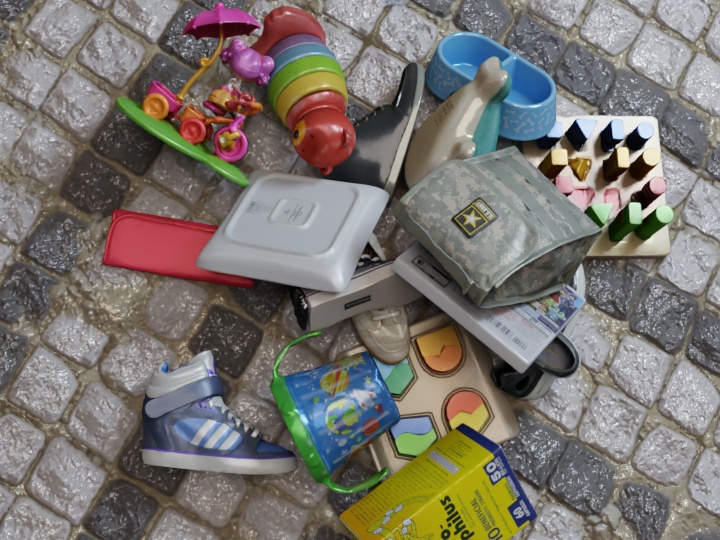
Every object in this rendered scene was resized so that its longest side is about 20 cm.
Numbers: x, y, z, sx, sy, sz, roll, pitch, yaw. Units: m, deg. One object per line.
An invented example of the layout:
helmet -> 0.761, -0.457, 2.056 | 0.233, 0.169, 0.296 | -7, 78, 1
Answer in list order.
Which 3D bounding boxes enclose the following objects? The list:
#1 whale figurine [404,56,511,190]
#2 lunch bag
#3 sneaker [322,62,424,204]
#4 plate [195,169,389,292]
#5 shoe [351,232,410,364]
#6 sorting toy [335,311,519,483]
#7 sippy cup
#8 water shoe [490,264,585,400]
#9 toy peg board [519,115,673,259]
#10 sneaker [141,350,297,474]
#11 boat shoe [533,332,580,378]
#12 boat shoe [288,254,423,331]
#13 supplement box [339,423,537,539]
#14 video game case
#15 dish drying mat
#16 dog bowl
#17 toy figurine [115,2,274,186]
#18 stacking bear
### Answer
whale figurine -> 0.141, -0.170, 1.434 | 0.103, 0.160, 0.201 | 27, 111, -19
lunch bag -> 0.156, -0.048, 1.322 | 0.198, 0.118, 0.164 | -17, 55, -41
sneaker -> 0.019, -0.198, 1.498 | 0.105, 0.075, 0.203 | 16, 75, 0
plate -> -0.083, -0.062, 1.400 | 0.197, 0.033, 0.201 | 9, 44, 16
shoe -> 0.013, 0.025, 1.441 | 0.069, 0.053, 0.202 | -19, 71, -4
sorting toy -> 0.088, 0.159, 1.441 | 0.198, 0.037, 0.187 | -20, 80, -11
sippy cup -> -0.026, 0.169, 1.367 | 0.129, 0.140, 0.179 | -27, 125, -4
water shoe -> 0.229, 0.065, 1.442 | 0.078, 0.071, 0.203 | 19, 85, -21
toy peg board -> 0.326, -0.125, 1.504 | 0.197, 0.098, 0.202 | 0, 77, -7
sneaker -> -0.171, 0.173, 1.385 | 0.197, 0.081, 0.149 | 5, 80, 0
boat shoe -> 0.188, 0.066, 1.392 | 0.199, 0.057, 0.069 | 32, 90, 7
boat shoe -> 0.000, 0.000, 1.388 | 0.197, 0.075, 0.093 | -16, 53, -18
supplement box -> 0.094, 0.298, 1.356 | 0.199, 0.109, 0.110 | -35, 108, -13
video game case -> 0.160, 0.018, 1.364 | 0.199, 0.023, 0.182 | 39, 39, 13
dish drying mat -> -0.231, -0.029, 1.459 | 0.197, 0.018, 0.078 | 10, 77, -4
dog bowl -> 0.178, -0.253, 1.504 | 0.199, 0.050, 0.111 | 37, 54, 22
toy figurine -> -0.180, -0.237, 1.417 | 0.199, 0.150, 0.185 | 33, 98, -1
stacking bear -> -0.067, -0.221, 1.449 | 0.113, 0.122, 0.202 | 5, 52, -40
